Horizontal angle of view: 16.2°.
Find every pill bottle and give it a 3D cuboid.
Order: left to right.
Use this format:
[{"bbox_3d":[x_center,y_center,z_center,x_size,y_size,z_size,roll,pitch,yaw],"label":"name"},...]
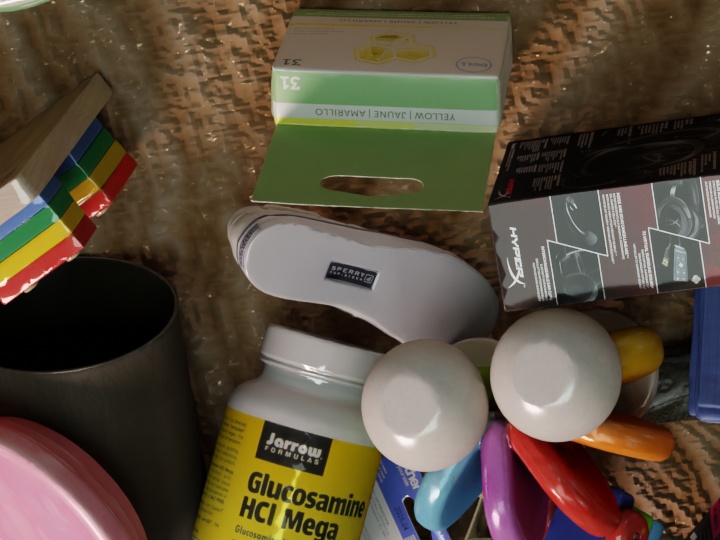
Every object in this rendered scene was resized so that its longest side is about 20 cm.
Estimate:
[{"bbox_3d":[-0.047,0.143,1.720,0.112,0.112,0.201,14,90,1],"label":"pill bottle"}]

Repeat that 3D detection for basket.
[{"bbox_3d":[-0.176,0.112,1.739,0.180,0.136,0.200,14,130,42],"label":"basket"}]

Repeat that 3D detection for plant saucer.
[{"bbox_3d":[-0.213,0.171,1.684,0.200,0.051,0.201,24,138,23],"label":"plant saucer"}]

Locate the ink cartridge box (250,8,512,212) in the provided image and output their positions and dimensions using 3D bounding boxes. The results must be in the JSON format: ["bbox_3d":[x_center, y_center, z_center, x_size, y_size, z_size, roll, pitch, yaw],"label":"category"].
[{"bbox_3d":[0.015,-0.104,1.576,0.145,0.200,0.048,2,118,7],"label":"ink cartridge box"}]

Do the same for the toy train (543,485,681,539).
[{"bbox_3d":[0.149,0.248,1.682,0.116,0.085,0.200,30,78,-42],"label":"toy train"}]

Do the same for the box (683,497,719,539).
[{"bbox_3d":[0.274,0.239,1.752,0.122,0.106,0.200,32,115,-8],"label":"box"}]

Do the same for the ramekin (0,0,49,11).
[{"bbox_3d":[-0.228,-0.260,1.592,0.199,0.098,0.201,3,115,7],"label":"ramekin"}]

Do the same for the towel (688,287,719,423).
[{"bbox_3d":[0.316,0.039,1.651,0.199,0.145,0.024,3,154,6],"label":"towel"}]

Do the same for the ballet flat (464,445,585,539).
[{"bbox_3d":[0.099,0.178,1.715,0.067,0.200,0.062,8,162,38],"label":"ballet flat"}]

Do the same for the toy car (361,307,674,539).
[{"bbox_3d":[0.106,0.108,1.627,0.200,0.175,0.150,-14,84,19],"label":"toy car"}]

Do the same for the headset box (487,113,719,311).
[{"bbox_3d":[0.189,-0.042,1.607,0.199,0.149,0.077,-6,107,10],"label":"headset box"}]

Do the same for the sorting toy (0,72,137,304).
[{"bbox_3d":[-0.245,-0.018,1.650,0.199,0.200,0.070,-35,104,21],"label":"sorting toy"}]

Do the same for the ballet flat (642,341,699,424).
[{"bbox_3d":[0.234,0.077,1.721,0.199,0.046,0.068,-8,83,5],"label":"ballet flat"}]

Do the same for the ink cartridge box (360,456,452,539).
[{"bbox_3d":[-0.024,0.210,1.794,0.200,0.042,0.120,-27,83,21],"label":"ink cartridge box"}]

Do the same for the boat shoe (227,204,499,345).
[{"bbox_3d":[0.000,0.000,1.699,0.200,0.070,0.071,15,107,-27],"label":"boat shoe"}]
